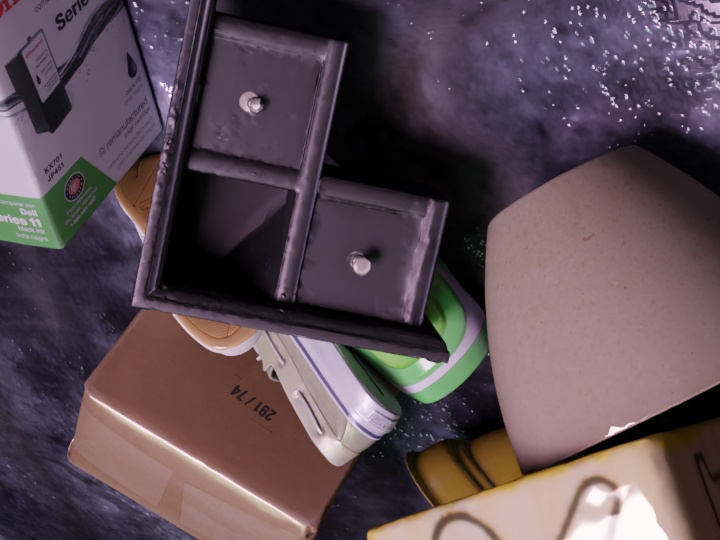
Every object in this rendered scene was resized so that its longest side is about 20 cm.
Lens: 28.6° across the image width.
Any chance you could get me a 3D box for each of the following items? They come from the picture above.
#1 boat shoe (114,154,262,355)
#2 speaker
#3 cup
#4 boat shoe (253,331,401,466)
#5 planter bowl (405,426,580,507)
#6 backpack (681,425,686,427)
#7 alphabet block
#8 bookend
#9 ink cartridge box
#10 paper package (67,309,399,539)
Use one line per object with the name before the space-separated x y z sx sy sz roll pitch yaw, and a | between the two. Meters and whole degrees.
boat shoe | -0.116 -0.003 1.028 0.200 0.071 0.069 57 170 40
speaker | 0.000 0.000 0.987 0.200 0.088 0.088 44 140 -12
cup | 0.151 0.013 0.833 0.200 0.200 0.143 -37 78 50
boat shoe | -0.047 0.053 1.018 0.072 0.062 0.200 34 -164 -52
planter bowl | 0.135 0.173 1.039 0.200 0.200 0.083 41 96 -5
backpack | 0.265 0.206 0.964 0.176 0.153 0.200 -13 113 46
alphabet block | 0.150 0.208 0.817 0.195 0.196 0.200 -23 78 27
bookend | -0.026 -0.062 0.881 0.200 0.092 0.199 12 100 -9
ink cartridge box | -0.224 -0.139 0.952 0.083 0.147 0.200 11 137 24
paper package | -0.090 0.105 1.072 0.200 0.191 0.104 29 139 5
